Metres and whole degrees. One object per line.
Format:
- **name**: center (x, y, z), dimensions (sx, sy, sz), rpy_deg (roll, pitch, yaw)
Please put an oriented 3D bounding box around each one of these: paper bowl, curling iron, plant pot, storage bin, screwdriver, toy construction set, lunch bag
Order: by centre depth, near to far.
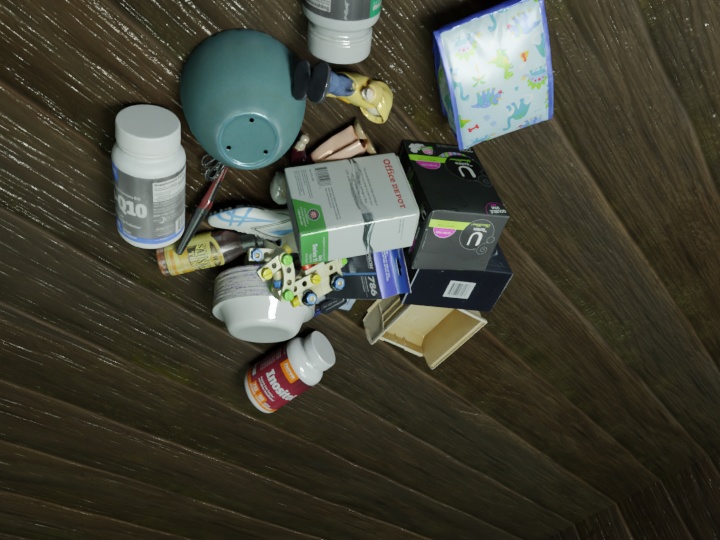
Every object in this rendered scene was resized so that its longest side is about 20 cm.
- **plant pot**: center (-0.171, -0.232, 0.927), dimensions (0.194, 0.137, 0.204), rpy_deg (-8, 135, -8)
- **lunch bag**: center (0.203, -0.315, 0.960), dimensions (0.166, 0.130, 0.201), rpy_deg (-20, 145, 5)
- **curling iron**: center (-0.277, -0.115, 1.062), dimensions (0.049, 0.026, 0.203), rpy_deg (9, 120, -42)
- **toy construction set**: center (-0.089, -0.012, 1.079), dimensions (0.195, 0.092, 0.134), rpy_deg (-23, 109, -12)
- **paper bowl**: center (-0.185, 0.071, 1.187), dimensions (0.194, 0.108, 0.202), rpy_deg (-1, 158, 0)
- **screwdriver**: center (-0.115, 0.103, 1.314), dimensions (0.197, 0.028, 0.029), rpy_deg (-31, 105, 11)
- **storage bin**: center (0.137, 0.109, 1.373), dimensions (0.197, 0.095, 0.199), rpy_deg (25, 123, -34)

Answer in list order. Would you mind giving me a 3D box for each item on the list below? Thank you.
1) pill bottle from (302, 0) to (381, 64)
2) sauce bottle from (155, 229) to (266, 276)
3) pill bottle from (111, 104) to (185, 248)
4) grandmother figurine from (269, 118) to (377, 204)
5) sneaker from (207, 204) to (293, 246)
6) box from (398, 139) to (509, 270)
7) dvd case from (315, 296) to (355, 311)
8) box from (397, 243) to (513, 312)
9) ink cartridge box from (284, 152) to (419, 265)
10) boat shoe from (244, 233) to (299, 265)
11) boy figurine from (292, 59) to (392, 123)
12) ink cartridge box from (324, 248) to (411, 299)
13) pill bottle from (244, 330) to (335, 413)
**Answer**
- **pill bottle**: center (-0.022, -0.395, 0.827), dimensions (0.109, 0.115, 0.204), rpy_deg (-4, 135, -11)
- **sauce bottle**: center (-0.272, -0.041, 1.134), dimensions (0.194, 0.067, 0.067), rpy_deg (-14, 136, -2)
- **pill bottle**: center (-0.333, -0.147, 0.978), dimensions (0.110, 0.116, 0.203), rpy_deg (1, 133, -16)
- **grandmother figurine**: center (-0.074, -0.181, 1.060), dimensions (0.197, 0.061, 0.122), rpy_deg (-31, 124, 11)
- **sneaker**: center (-0.174, -0.080, 1.095), dimensions (0.193, 0.072, 0.075), rpy_deg (2, 95, -3)
- **box**: center (0.146, -0.114, 1.083), dimensions (0.144, 0.203, 0.126), rpy_deg (2, 134, -17)
- **dvd case**: center (-0.045, 0.001, 1.271), dimensions (0.139, 0.018, 0.202), rpy_deg (12, 129, -26)
- **box**: center (0.159, -0.031, 1.181), dimensions (0.194, 0.185, 0.106), rpy_deg (6, 132, -21)
- **ink cartridge box**: center (-0.017, -0.104, 1.017), dimensions (0.194, 0.149, 0.084), rpy_deg (-10, 144, -10)
- **boat shoe**: center (-0.127, -0.044, 1.169), dimensions (0.196, 0.073, 0.062), rpy_deg (-28, 153, 16)
- **boy figurine**: center (-0.020, -0.274, 0.953), dimensions (0.198, 0.122, 0.066), rpy_deg (-2, 107, -55)
- **ink cartridge box**: center (0.000, 0.000, 1.134), dimensions (0.196, 0.103, 0.039), rpy_deg (-4, -167, 44)
- **pill bottle**: center (-0.157, 0.223, 1.386), dimensions (0.198, 0.115, 0.113), rpy_deg (-35, 133, 18)
